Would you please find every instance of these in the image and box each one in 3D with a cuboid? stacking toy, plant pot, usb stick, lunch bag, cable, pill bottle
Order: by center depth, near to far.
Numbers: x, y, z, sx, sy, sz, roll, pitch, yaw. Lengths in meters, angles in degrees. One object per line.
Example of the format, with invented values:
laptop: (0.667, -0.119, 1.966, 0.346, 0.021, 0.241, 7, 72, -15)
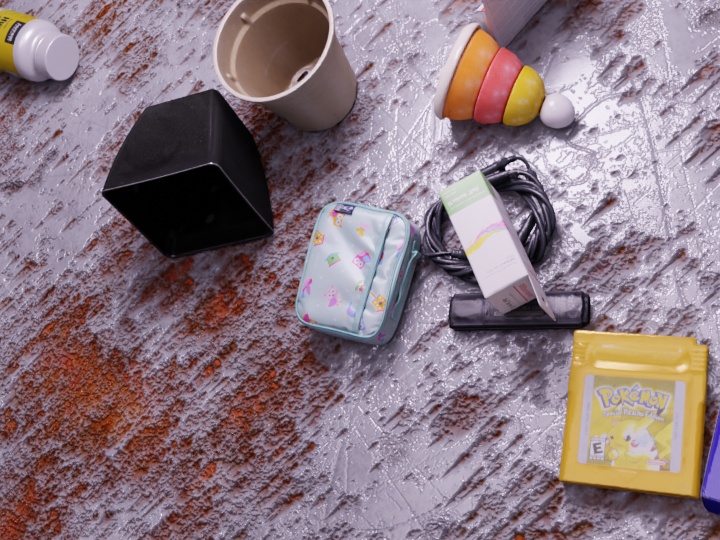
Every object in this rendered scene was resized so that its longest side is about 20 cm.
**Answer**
usb stick: (0.215, 0.056, 1.470, 0.197, 0.033, 0.056, -2, 65, 23)
cable: (0.178, -0.060, 1.522, 0.198, 0.051, 0.165, -27, 71, 15)
stacking toy: (0.215, -0.255, 1.545, 0.198, 0.146, 0.147, 24, 82, 8)
lunch bag: (0.000, 0.000, 1.548, 0.159, 0.077, 0.203, 13, 84, 28)
plant pot: (-0.098, -0.311, 1.643, 0.198, 0.183, 0.203, -7, 70, 20)
plant pot: (-0.259, -0.160, 1.666, 0.198, 0.200, 0.179, -12, 56, 19)
pill bottle: (-0.607, -0.406, 1.936, 0.198, 0.111, 0.112, 19, 80, 27)

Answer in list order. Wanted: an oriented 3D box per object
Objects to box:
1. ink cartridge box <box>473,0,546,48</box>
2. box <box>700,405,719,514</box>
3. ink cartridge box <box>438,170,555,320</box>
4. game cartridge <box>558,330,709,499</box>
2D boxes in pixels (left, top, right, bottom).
ink cartridge box: (0.224, -0.426, 1.535, 0.163, 0.200, 0.057, -48, 64, 1)
box: (0.516, 0.211, 1.246, 0.198, 0.105, 0.186, 11, 76, 26)
ink cartridge box: (0.182, -0.017, 1.418, 0.067, 0.117, 0.202, -27, 69, 13)
game cartridge: (0.350, 0.180, 1.369, 0.174, 0.032, 0.203, 2, 74, 24)
